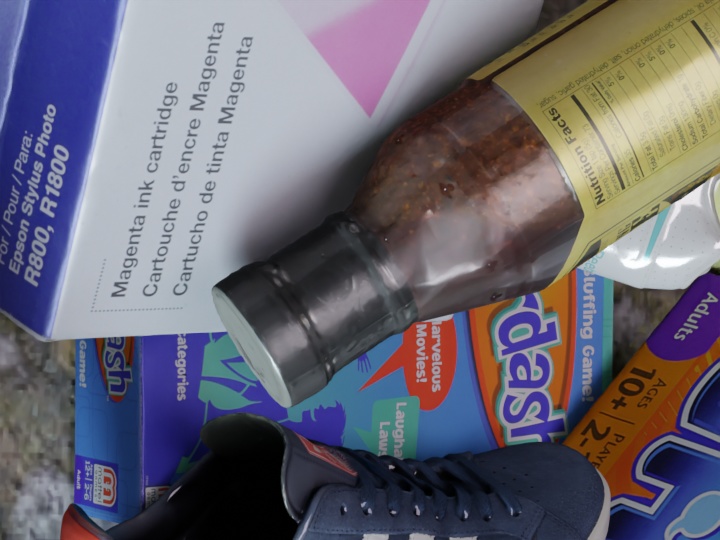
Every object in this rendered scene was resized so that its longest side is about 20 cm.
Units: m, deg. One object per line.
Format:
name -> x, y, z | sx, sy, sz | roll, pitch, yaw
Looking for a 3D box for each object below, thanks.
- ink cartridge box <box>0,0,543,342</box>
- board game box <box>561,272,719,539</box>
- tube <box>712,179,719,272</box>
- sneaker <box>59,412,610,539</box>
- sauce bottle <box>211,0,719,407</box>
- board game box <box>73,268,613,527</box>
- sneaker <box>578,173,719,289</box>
ink cartridge box -> -0.035, -0.075, 0.623 | 0.199, 0.043, 0.197 | -4, 120, -36
board game box -> 0.165, 0.158, 0.761 | 0.200, 0.200, 0.200 | -48, 134, -25
tube -> 0.166, -0.014, 0.839 | 0.200, 0.058, 0.052 | 20, 87, -49
sneaker -> -0.004, 0.076, 0.678 | 0.200, 0.075, 0.085 | -20, 119, -33
sauce bottle -> 0.050, -0.031, 0.643 | 0.200, 0.066, 0.066 | -32, 112, -10
board game box -> 0.000, 0.000, 0.752 | 0.200, 0.045, 0.153 | -3, 94, -38
sneaker -> 0.115, -0.079, 0.730 | 0.080, 0.070, 0.201 | 26, 73, 9
